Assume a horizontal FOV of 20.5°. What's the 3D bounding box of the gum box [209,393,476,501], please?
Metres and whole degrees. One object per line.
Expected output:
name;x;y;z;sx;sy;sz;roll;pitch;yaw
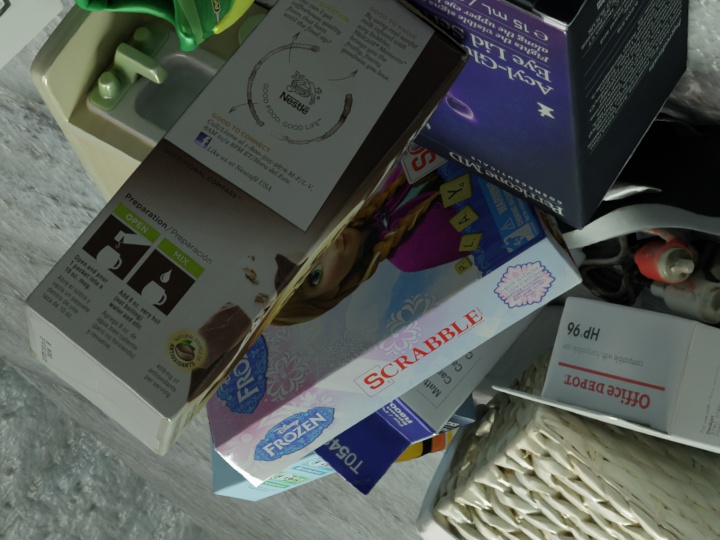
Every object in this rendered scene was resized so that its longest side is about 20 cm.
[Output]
gum box;-0.021;0.045;1.328;0.200;0.171;0.044;-25;151;37

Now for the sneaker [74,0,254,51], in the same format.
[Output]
sneaker;-0.155;-0.201;1.169;0.200;0.084;0.074;34;165;11

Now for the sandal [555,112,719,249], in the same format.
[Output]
sandal;0.142;-0.055;1.022;0.200;0.076;0.043;-3;143;50

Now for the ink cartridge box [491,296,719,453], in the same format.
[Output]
ink cartridge box;0.189;0.066;1.149;0.199;0.068;0.116;16;177;-34

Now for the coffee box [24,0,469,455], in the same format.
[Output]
coffee box;-0.050;-0.027;0.855;0.080;0.200;0.113;38;166;2

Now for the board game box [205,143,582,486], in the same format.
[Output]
board game box;-0.003;-0.015;1.046;0.041;0.199;0.200;46;-164;-38

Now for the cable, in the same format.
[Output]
cable;0.162;0.002;1.175;0.097;0.050;0.200;33;165;-19

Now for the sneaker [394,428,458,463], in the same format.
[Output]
sneaker;0.007;0.036;1.373;0.070;0.090;0.201;159;97;-76

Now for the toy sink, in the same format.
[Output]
toy sink;-0.105;-0.105;1.272;0.112;0.131;0.200;29;163;20

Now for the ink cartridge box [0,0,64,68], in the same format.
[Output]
ink cartridge box;-0.289;-0.235;1.320;0.146;0.084;0.200;41;168;14

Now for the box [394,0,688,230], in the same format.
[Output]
box;0.062;-0.128;0.896;0.148;0.105;0.200;29;163;20

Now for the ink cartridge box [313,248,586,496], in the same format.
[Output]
ink cartridge box;0.000;0.000;1.197;0.199;0.200;0.041;42;173;-7

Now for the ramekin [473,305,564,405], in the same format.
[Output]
ramekin;0.166;0.108;1.411;0.202;0.094;0.202;32;164;10

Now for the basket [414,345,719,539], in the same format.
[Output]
basket;0.156;0.152;1.241;0.200;0.136;0.123;39;122;-4
